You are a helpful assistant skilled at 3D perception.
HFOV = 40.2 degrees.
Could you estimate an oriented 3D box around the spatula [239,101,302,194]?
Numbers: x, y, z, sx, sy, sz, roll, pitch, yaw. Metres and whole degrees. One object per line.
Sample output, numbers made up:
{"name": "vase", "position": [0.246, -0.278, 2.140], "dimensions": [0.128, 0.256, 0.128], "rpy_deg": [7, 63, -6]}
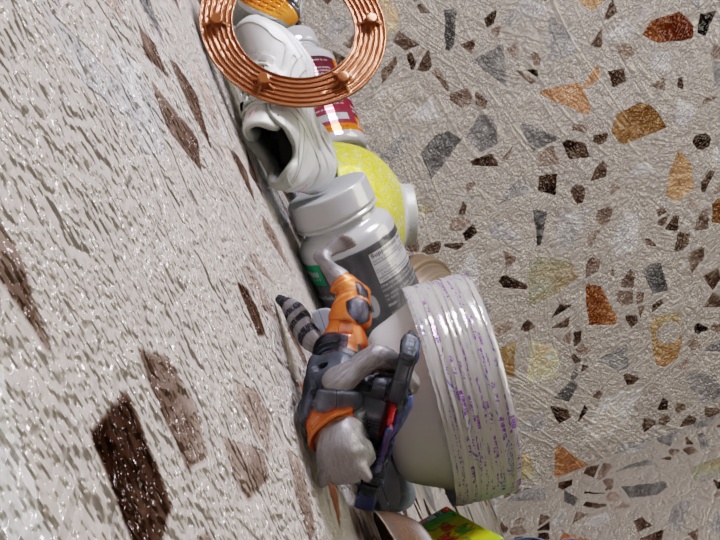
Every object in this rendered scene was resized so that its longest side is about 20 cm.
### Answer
{"name": "spatula", "position": [-0.090, -0.113, 1.118], "dimensions": [0.057, 0.020, 0.201], "rpy_deg": [-95, 159, -45]}

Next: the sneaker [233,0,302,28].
{"name": "sneaker", "position": [-0.118, -0.311, 1.132], "dimensions": [0.200, 0.075, 0.092], "rpy_deg": [44, -16, 43]}

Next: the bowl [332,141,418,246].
{"name": "bowl", "position": [0.016, -0.069, 1.277], "dimensions": [0.200, 0.106, 0.202], "rpy_deg": [176, -90, -83]}

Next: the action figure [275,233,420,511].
{"name": "action figure", "position": [-0.018, 0.099, 0.773], "dimensions": [0.194, 0.103, 0.201], "rpy_deg": [-96, -166, -54]}

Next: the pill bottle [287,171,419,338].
{"name": "pill bottle", "position": [0.000, 0.000, 1.104], "dimensions": [0.113, 0.112, 0.201], "rpy_deg": [-98, 165, -73]}

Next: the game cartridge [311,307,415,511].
{"name": "game cartridge", "position": [0.004, 0.142, 0.981], "dimensions": [0.133, 0.040, 0.202], "rpy_deg": [67, 3, -75]}

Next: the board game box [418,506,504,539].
{"name": "board game box", "position": [0.099, 0.272, 0.849], "dimensions": [0.102, 0.047, 0.200], "rpy_deg": [63, -10, 3]}

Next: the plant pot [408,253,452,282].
{"name": "plant pot", "position": [0.096, 0.085, 1.291], "dimensions": [0.200, 0.092, 0.203], "rpy_deg": [-26, 122, -52]}

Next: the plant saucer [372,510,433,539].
{"name": "plant saucer", "position": [0.069, 0.281, 0.798], "dimensions": [0.201, 0.032, 0.201], "rpy_deg": [62, -10, 19]}

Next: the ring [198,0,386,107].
{"name": "ring", "position": [-0.068, -0.260, 1.027], "dimensions": [0.019, 0.199, 0.202], "rpy_deg": [117, -45, -65]}

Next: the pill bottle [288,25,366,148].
{"name": "pill bottle", "position": [-0.073, -0.247, 1.426], "dimensions": [0.113, 0.112, 0.202], "rpy_deg": [53, 15, -73]}

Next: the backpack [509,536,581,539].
{"name": "backpack", "position": [0.196, 0.383, 1.061], "dimensions": [0.184, 0.198, 0.148], "rpy_deg": [-105, 172, -53]}

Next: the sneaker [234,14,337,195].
{"name": "sneaker", "position": [-0.091, -0.174, 1.027], "dimensions": [0.099, 0.077, 0.202], "rpy_deg": [-18, 85, -60]}

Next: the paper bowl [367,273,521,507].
{"name": "paper bowl", "position": [0.069, 0.112, 0.887], "dimensions": [0.201, 0.103, 0.203], "rpy_deg": [166, -90, -86]}
